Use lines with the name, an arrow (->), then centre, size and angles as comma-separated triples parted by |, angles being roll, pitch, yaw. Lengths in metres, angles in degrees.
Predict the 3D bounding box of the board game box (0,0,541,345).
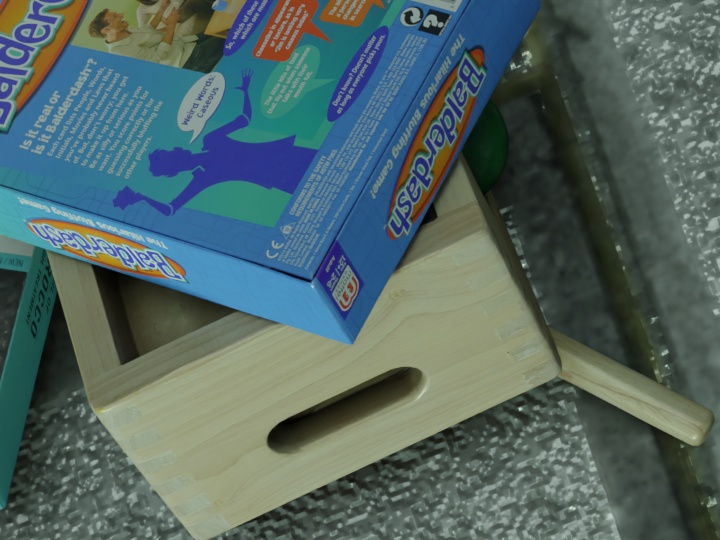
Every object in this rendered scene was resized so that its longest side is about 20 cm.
board game box -> -0.055, -0.069, 1.047 | 0.199, 0.045, 0.153 | 17, 66, 31

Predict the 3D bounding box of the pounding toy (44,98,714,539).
pounding toy -> 0.000, 0.000, 1.097 | 0.199, 0.142, 0.185 | -25, 52, 5

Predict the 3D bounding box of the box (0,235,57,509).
box -> -0.164, -0.009, 1.162 | 0.082, 0.049, 0.201 | 7, 66, 9
